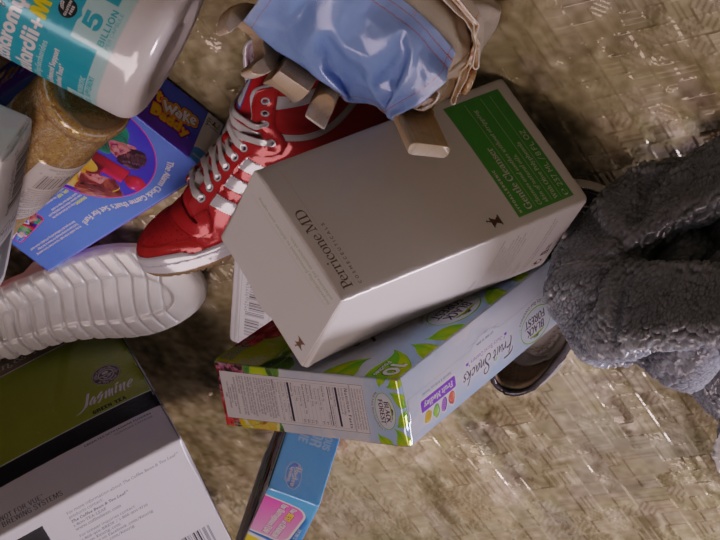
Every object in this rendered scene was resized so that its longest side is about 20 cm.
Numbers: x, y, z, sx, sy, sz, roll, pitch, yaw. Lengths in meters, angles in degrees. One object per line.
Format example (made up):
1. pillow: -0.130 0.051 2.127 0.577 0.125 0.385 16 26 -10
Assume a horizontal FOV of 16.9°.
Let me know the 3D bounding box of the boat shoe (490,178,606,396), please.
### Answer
1. boat shoe: 0.129 0.014 1.667 0.074 0.060 0.200 22 142 -3

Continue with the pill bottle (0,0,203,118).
1. pill bottle: -0.205 -0.186 1.521 0.200 0.111 0.111 27 142 2

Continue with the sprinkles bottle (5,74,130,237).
1. sprinkles bottle: -0.228 -0.074 1.636 0.068 0.068 0.200 34 140 -17

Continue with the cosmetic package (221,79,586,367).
1. cosmetic package: 0.027 -0.031 1.529 0.108 0.200 0.085 55 145 17

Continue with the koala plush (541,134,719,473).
1. koala plush: 0.237 0.035 1.564 0.184 0.177 0.200 -13 140 34

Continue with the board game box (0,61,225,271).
1. board game box: -0.208 -0.087 1.704 0.134 0.045 0.200 39 138 -23

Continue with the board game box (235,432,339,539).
1. board game box: -0.055 0.160 1.851 0.040 0.153 0.200 20 143 -3

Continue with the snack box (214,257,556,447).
1. snack box: 0.021 0.046 1.581 0.142 0.200 0.053 5 115 32

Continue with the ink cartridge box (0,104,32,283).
1. ink cartridge box: -0.322 -0.073 1.600 0.200 0.057 0.163 27 140 6

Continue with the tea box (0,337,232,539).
1. tea box: -0.229 0.164 1.828 0.200 0.197 0.134 -28 128 -6

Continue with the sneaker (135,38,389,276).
1. sneaker: -0.080 -0.080 1.601 0.200 0.071 0.113 -29 125 9

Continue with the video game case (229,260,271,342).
1. video game case: 0.000 0.000 1.724 0.182 0.024 0.200 14 136 7

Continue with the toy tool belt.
1. toy tool belt: -0.020 -0.154 1.477 0.200 0.123 0.125 28 141 -10

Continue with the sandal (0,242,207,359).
1. sandal: -0.212 0.013 1.825 0.202 0.050 0.083 -11 125 15
